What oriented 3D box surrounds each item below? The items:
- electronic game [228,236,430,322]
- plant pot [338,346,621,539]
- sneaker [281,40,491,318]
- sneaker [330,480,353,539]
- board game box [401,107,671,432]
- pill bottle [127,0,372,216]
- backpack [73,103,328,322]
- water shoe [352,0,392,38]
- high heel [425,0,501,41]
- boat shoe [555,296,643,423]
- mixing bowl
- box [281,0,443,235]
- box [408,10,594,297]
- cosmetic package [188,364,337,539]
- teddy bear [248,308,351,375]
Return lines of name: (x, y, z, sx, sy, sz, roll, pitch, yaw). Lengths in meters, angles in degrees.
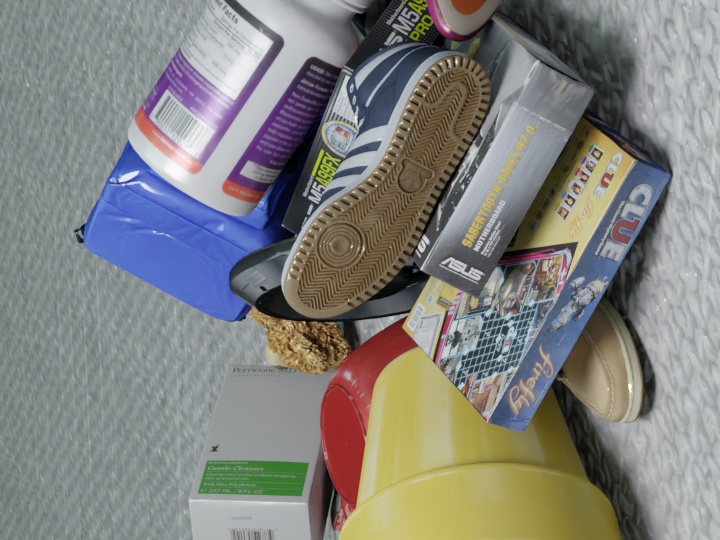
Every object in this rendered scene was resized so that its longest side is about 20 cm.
electronic game: (0.000, 0.000, 1.724, 0.200, 0.199, 0.042, 141, 125, -65)
plant pot: (0.080, 0.158, 1.626, 0.201, 0.199, 0.190, 113, 157, -52)
sneaker: (0.007, -0.066, 1.530, 0.200, 0.070, 0.109, -56, 25, 5)
sneaker: (0.006, 0.197, 1.910, 0.201, 0.067, 0.109, -115, 22, -78)
board game box: (0.115, -0.010, 1.544, 0.201, 0.034, 0.136, -61, 35, 14)
pill bottle: (-0.071, -0.149, 1.648, 0.200, 0.111, 0.111, -55, 38, 13)
backpack: (-0.102, -0.089, 1.831, 0.168, 0.162, 0.201, -50, 12, 46)
water shoe: (0.022, -0.223, 1.769, 0.072, 0.079, 0.200, 53, -179, -1)
high heel: (0.060, -0.218, 1.618, 0.096, 0.067, 0.201, -50, 24, 47)
boat shoe: (0.129, 0.037, 1.597, 0.200, 0.069, 0.074, -123, 32, -45)
mixing bowl: (0.035, 0.129, 1.811, 0.200, 0.108, 0.201, 171, 90, -69)
box: (0.016, -0.129, 1.709, 0.044, 0.161, 0.200, 30, 144, 4)
box: (0.076, -0.089, 1.563, 0.159, 0.048, 0.200, -62, 19, 12)
cosmetic package: (-0.079, 0.171, 1.983, 0.200, 0.107, 0.085, -81, -12, -56)
teddy bear: (-0.090, 0.012, 2.013, 0.200, 0.067, 0.145, 55, 176, -11)
